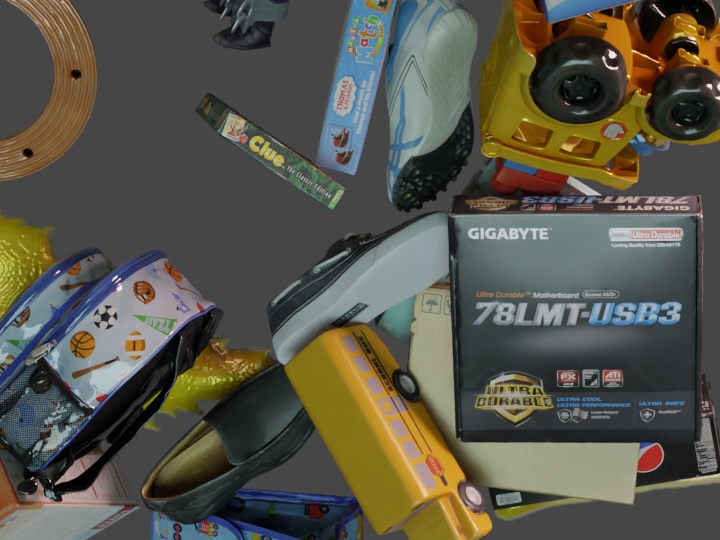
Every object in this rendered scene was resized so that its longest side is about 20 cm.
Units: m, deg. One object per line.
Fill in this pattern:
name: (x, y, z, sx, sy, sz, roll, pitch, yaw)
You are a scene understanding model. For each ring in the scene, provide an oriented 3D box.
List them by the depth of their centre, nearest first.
ring: (-0.309, -0.166, 1.726, 0.199, 0.019, 0.201, 1, 118, 3)

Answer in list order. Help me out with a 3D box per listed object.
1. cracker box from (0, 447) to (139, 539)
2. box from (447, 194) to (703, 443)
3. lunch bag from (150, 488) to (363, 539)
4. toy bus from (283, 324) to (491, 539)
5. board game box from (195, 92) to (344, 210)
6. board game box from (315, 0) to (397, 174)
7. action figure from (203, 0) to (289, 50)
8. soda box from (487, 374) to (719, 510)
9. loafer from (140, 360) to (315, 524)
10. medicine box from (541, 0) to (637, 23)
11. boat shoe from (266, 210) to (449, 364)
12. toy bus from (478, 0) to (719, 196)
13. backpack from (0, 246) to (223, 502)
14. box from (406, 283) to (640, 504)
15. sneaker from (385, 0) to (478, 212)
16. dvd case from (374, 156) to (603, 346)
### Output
cracker box: (-0.296, 0.206, 1.819, 0.134, 0.200, 0.058, -32, 72, 17)
box: (0.171, 0.039, 1.696, 0.199, 0.050, 0.200, 1, 114, 7)
lunch bag: (-0.103, 0.271, 1.907, 0.199, 0.094, 0.151, 8, 116, 15)
toy bus: (0.023, 0.144, 1.737, 0.065, 0.078, 0.201, -40, 72, 30)
board game box: (-0.072, -0.094, 1.649, 0.104, 0.200, 0.024, 31, 93, -13)
board game box: (0.007, -0.194, 1.616, 0.036, 0.151, 0.201, 12, 117, -2)
action figure: (-0.058, -0.266, 1.609, 0.069, 0.130, 0.201, 2, 126, -34)
soda box: (0.203, 0.145, 1.819, 0.199, 0.071, 0.064, -9, 115, 8)
loafer: (-0.104, 0.142, 1.818, 0.200, 0.072, 0.073, -46, 68, 10)
medicine box: (0.207, -0.276, 1.534, 0.181, 0.200, 0.103, -14, 115, 10)
boat shoe: (0.000, 0.000, 1.761, 0.200, 0.068, 0.072, -39, 142, 28)
toy bus: (0.183, -0.126, 1.659, 0.199, 0.136, 0.193, 13, 133, -11)
backpack: (-0.213, 0.066, 1.754, 0.190, 0.200, 0.154, -38, 94, 16)
box: (0.135, 0.101, 1.769, 0.199, 0.021, 0.165, 6, 98, 6)
sneaker: (0.050, -0.136, 1.700, 0.072, 0.073, 0.201, -16, 134, -27)
dvd case: (0.123, 0.003, 1.781, 0.146, 0.022, 0.200, 30, 114, -11)
